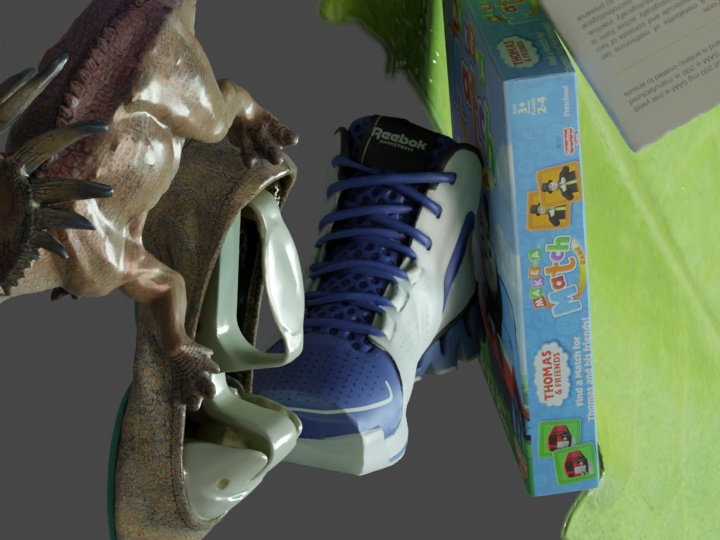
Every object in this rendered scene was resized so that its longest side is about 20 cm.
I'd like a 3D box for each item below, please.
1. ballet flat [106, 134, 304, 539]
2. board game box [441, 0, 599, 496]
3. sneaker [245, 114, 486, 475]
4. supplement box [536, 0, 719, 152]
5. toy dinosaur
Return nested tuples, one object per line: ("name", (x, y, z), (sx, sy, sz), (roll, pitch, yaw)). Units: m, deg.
("ballet flat", (-0.056, 0.039, 1.137), (0.068, 0.067, 0.200), (-39, 139, -55))
("board game box", (0.069, -0.026, 1.312), (0.151, 0.037, 0.200), (-108, -168, -61))
("sneaker", (0.000, 0.000, 1.250), (0.199, 0.080, 0.115), (-46, 141, -62))
("supplement box", (0.113, -0.166, 1.209), (0.200, 0.126, 0.074), (56, 14, -22))
("toy dinosaur", (-0.089, -0.046, 0.991), (0.136, 0.086, 0.200), (63, 41, -50))
